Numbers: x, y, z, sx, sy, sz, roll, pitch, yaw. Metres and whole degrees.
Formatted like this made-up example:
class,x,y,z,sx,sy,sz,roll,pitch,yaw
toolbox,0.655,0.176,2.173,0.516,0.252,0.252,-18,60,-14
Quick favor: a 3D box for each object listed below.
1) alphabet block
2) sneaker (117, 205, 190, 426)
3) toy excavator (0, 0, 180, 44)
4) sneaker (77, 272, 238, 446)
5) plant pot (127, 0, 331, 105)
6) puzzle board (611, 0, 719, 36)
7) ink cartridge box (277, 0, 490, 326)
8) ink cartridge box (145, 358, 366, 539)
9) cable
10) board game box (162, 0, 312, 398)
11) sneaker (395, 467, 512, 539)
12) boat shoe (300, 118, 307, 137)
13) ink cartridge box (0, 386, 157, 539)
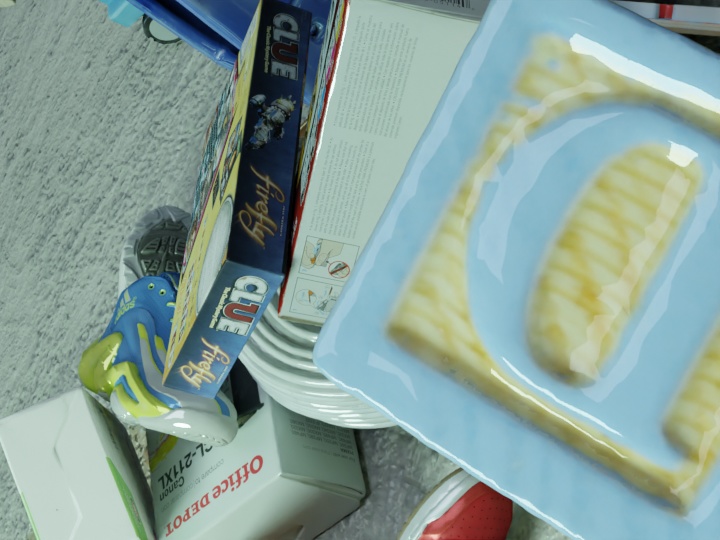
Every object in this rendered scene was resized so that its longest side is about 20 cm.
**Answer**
class,x,y,z,sx,sy,sz,roll,pitch,yaw
alphabet block,0.128,0.003,0.565,0.195,0.200,0.197,33,100,17
sneaker,-0.186,0.040,1.071,0.099,0.077,0.202,-44,32,55
toy excavator,-0.251,-0.300,1.198,0.194,0.199,0.101,-33,50,35
sneaker,-0.138,0.054,0.872,0.199,0.075,0.106,14,83,52
plant pot,-0.096,-0.274,1.016,0.199,0.199,0.181,30,89,51
puzzle board,0.180,-0.134,0.664,0.199,0.149,0.018,20,109,51
ink cartridge box,0.016,-0.097,0.678,0.177,0.083,0.202,-87,9,-50
ink cartridge box,-0.087,0.103,0.917,0.145,0.082,0.202,-40,47,31
cable,0.000,0.000,0.821,0.199,0.069,0.201,30,78,28
board game box,-0.073,-0.045,0.742,0.136,0.034,0.202,124,156,-49
sneaker,0.055,0.219,0.709,0.112,0.071,0.202,43,114,53
boat shoe,-0.001,-0.123,0.926,0.199,0.073,0.077,-30,52,38
ink cartridge box,-0.197,0.165,0.916,0.067,0.200,0.118,-23,77,-7
